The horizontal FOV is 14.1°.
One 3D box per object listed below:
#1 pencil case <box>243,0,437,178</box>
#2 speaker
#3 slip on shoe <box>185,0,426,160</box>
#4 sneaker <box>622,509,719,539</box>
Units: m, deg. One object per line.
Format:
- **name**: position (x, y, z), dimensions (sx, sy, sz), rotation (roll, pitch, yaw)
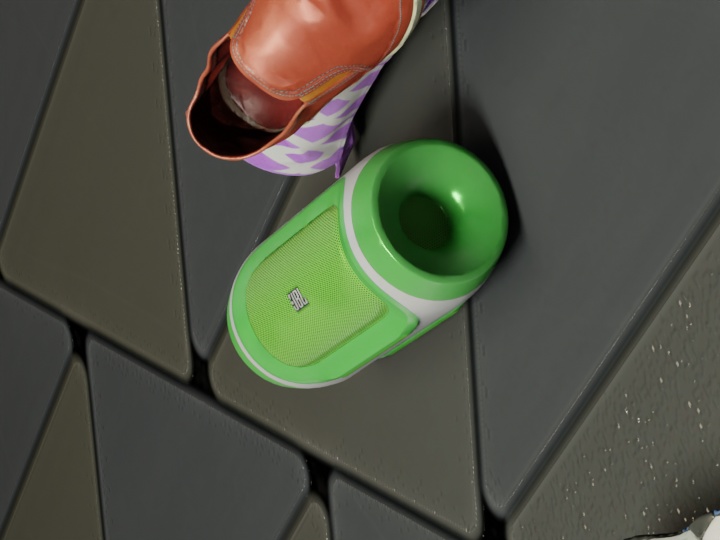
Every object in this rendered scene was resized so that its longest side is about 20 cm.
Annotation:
- **pencil case**: position (-0.012, -0.123, 1.448), dimensions (0.200, 0.085, 0.084), rotation (127, 162, -57)
- **speaker**: position (0.000, 0.000, 1.464), dimensions (0.200, 0.088, 0.089), rotation (-37, 68, 62)
- **slip on shoe**: position (-0.027, -0.108, 1.347), dimensions (0.074, 0.061, 0.200), rotation (43, 145, -2)
- **sneaker**: position (0.149, 0.146, 1.233), dimensions (0.200, 0.075, 0.077), rotation (145, 115, -63)
